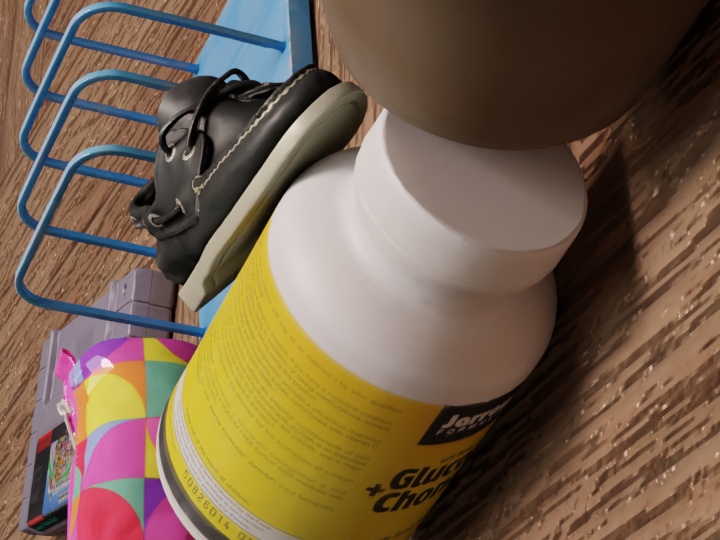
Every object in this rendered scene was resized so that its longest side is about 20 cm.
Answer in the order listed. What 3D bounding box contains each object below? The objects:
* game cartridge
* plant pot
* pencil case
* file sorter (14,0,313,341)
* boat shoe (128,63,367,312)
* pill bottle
[{"bbox_3d":[-0.160,0.084,1.440,0.200,0.038,0.130,147,135,-63],"label":"game cartridge"},{"bbox_3d":[0.054,-0.139,0.796,0.174,0.199,0.201,100,167,-48],"label":"plant pot"},{"bbox_3d":[-0.109,0.127,1.205,0.088,0.088,0.201,122,151,-43],"label":"pencil case"},{"bbox_3d":[-0.104,-0.086,1.254,0.139,0.122,0.201,124,151,-45],"label":"file sorter"},{"bbox_3d":[-0.053,-0.044,0.959,0.074,0.066,0.199,-41,-3,-17],"label":"boat shoe"},{"bbox_3d":[0.005,0.025,0.910,0.200,0.112,0.112,122,152,-44],"label":"pill bottle"}]
